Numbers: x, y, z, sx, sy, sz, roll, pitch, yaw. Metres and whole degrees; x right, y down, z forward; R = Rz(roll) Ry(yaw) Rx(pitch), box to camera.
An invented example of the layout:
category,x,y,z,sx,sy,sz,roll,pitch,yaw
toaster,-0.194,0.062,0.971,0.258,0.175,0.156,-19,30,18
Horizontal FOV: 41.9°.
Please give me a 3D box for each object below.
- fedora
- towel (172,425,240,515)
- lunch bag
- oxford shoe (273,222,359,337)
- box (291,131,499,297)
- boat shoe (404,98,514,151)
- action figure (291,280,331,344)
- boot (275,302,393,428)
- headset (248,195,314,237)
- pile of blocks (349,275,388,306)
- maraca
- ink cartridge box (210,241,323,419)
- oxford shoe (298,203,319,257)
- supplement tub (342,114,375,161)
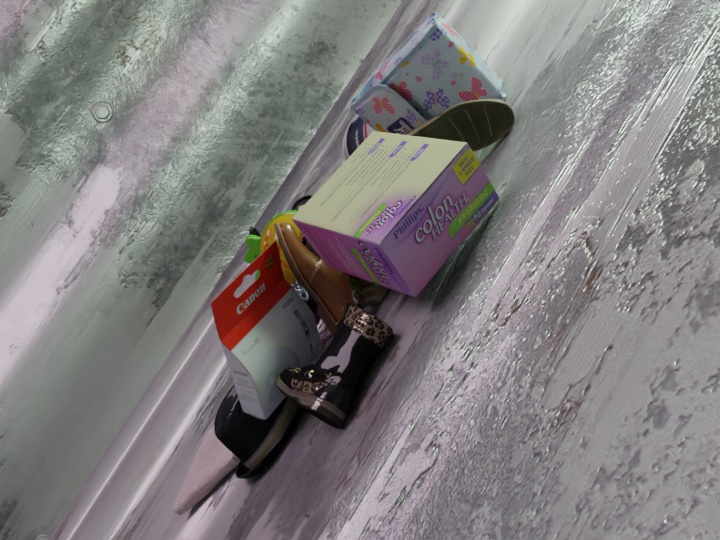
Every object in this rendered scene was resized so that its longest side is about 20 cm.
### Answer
category,x,y,z,sx,sy,sz,roll,pitch,yaw
fedora,-0.159,0.212,1.436,0.201,0.091,0.201,-51,14,18
towel,-0.241,0.309,1.635,0.200,0.032,0.191,-46,15,34
lunch bag,0.107,-0.275,1.502,0.200,0.169,0.127,-41,17,23
oxford shoe,-0.057,0.006,1.368,0.071,0.201,0.071,-34,7,1
box,0.043,-0.079,1.214,0.176,0.097,0.199,-48,33,-17
boat shoe,0.130,-0.204,1.373,0.199,0.072,0.068,-18,16,20
action figure,-0.113,0.119,1.569,0.134,0.149,0.201,-34,-26,-45
boot,-0.037,0.121,1.266,0.151,0.073,0.200,-58,17,-7
headset,-0.110,-0.092,1.701,0.200,0.094,0.124,-34,22,31
pile of blocks,0.000,0.000,1.464,0.082,0.062,0.200,-54,12,5
maraca,-0.121,-0.027,1.597,0.199,0.138,0.107,-21,5,39
ink cartridge box,-0.128,0.085,1.343,0.047,0.201,0.160,12,40,30
oxford shoe,-0.059,-0.024,1.430,0.071,0.073,0.201,-95,3,-55
supplement tub,0.053,-0.236,1.688,0.141,0.140,0.200,-58,13,-13
